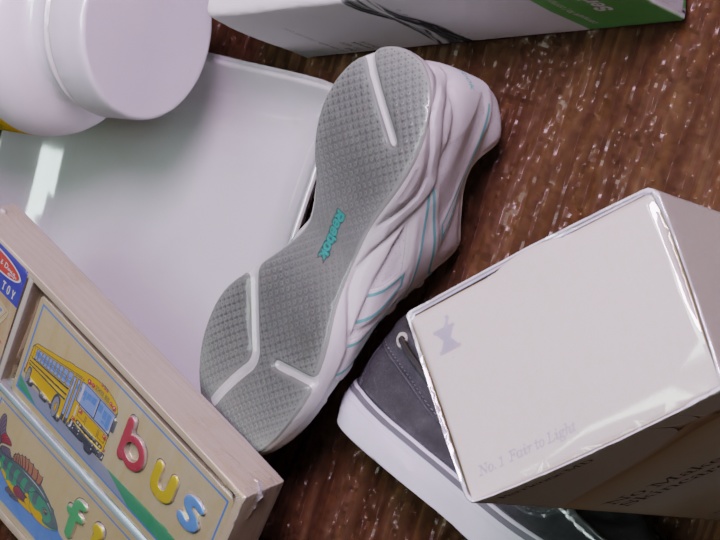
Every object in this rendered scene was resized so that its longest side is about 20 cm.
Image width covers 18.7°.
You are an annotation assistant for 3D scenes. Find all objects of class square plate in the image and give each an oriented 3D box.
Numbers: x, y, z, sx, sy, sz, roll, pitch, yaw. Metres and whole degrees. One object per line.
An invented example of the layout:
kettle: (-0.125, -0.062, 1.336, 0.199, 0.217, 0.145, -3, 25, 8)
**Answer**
square plate: (-0.106, -0.010, 1.040, 0.197, 0.028, 0.201, 18, 93, 34)

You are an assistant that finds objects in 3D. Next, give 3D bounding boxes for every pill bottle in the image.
pill bottle: (-0.170, -0.122, 1.017, 0.199, 0.112, 0.113, 11, 90, 37)

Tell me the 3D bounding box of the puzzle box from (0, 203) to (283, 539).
puzzle box: (-0.125, 0.081, 0.996, 0.200, 0.025, 0.133, 43, 127, 27)

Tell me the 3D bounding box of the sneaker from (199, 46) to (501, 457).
sneaker: (0.000, 0.000, 0.936, 0.070, 0.080, 0.201, 45, 115, 32)

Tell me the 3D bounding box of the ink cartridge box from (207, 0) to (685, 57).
ink cartridge box: (0.036, -0.176, 0.932, 0.199, 0.084, 0.147, -3, 81, 34)

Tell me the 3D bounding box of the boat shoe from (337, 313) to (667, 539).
boat shoe: (0.074, 0.080, 0.885, 0.200, 0.070, 0.067, 36, 105, 40)

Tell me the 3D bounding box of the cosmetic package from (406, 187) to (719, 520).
cosmetic package: (0.117, 0.036, 0.775, 0.103, 0.200, 0.073, -28, 69, 29)
